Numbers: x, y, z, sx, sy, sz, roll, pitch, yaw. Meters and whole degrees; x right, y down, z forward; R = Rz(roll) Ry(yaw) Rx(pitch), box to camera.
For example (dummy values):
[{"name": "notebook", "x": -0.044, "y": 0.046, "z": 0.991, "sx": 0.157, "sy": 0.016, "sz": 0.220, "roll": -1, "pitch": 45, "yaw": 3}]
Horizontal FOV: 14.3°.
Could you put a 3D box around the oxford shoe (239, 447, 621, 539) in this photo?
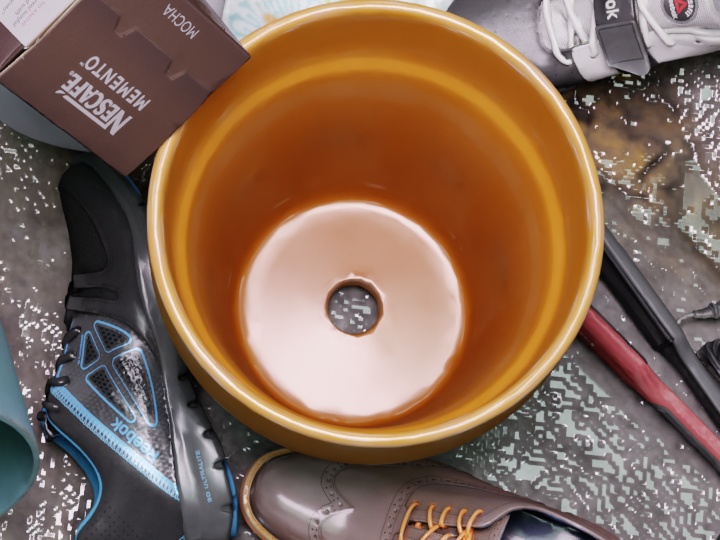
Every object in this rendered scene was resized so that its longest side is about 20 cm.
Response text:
[{"name": "oxford shoe", "x": 0.041, "y": 0.120, "z": 1.356, "sx": 0.199, "sy": 0.073, "sz": 0.072, "roll": 14, "pitch": 75, "yaw": 0}]

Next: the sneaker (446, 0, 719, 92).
[{"name": "sneaker", "x": 0.135, "y": -0.131, "z": 1.375, "sx": 0.199, "sy": 0.089, "sz": 0.075, "roll": -14, "pitch": 92, "yaw": -1}]

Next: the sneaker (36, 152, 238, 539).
[{"name": "sneaker", "x": -0.119, "y": 0.041, "z": 1.366, "sx": 0.081, "sy": 0.073, "sz": 0.201, "roll": -15, "pitch": 76, "yaw": -6}]

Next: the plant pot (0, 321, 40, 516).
[{"name": "plant pot", "x": -0.257, "y": 0.029, "z": 1.301, "sx": 0.199, "sy": 0.201, "sz": 0.162, "roll": -10, "pitch": 65, "yaw": -7}]

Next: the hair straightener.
[{"name": "hair straightener", "x": 0.170, "y": 0.042, "z": 1.403, "sx": 0.077, "sy": 0.041, "sz": 0.200, "roll": -43, "pitch": 82, "yaw": -13}]

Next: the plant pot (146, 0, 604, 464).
[{"name": "plant pot", "x": 0.000, "y": 0.000, "z": 1.328, "sx": 0.199, "sy": 0.183, "sz": 0.201, "roll": 1, "pitch": 76, "yaw": -5}]

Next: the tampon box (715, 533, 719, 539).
[{"name": "tampon box", "x": 0.199, "y": 0.239, "z": 1.285, "sx": 0.150, "sy": 0.126, "sz": 0.201, "roll": 39, "pitch": 74, "yaw": -23}]

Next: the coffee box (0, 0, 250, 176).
[{"name": "coffee box", "x": -0.148, "y": -0.149, "z": 1.244, "sx": 0.080, "sy": 0.113, "sz": 0.200, "roll": -42, "pitch": 58, "yaw": 5}]

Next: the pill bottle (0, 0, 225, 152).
[{"name": "pill bottle", "x": -0.117, "y": -0.165, "z": 1.371, "sx": 0.115, "sy": 0.116, "sz": 0.201, "roll": 6, "pitch": 68, "yaw": -3}]

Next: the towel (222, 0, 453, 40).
[{"name": "towel", "x": 0.008, "y": -0.153, "z": 1.439, "sx": 0.170, "sy": 0.048, "sz": 0.201, "roll": 8, "pitch": 75, "yaw": -3}]
